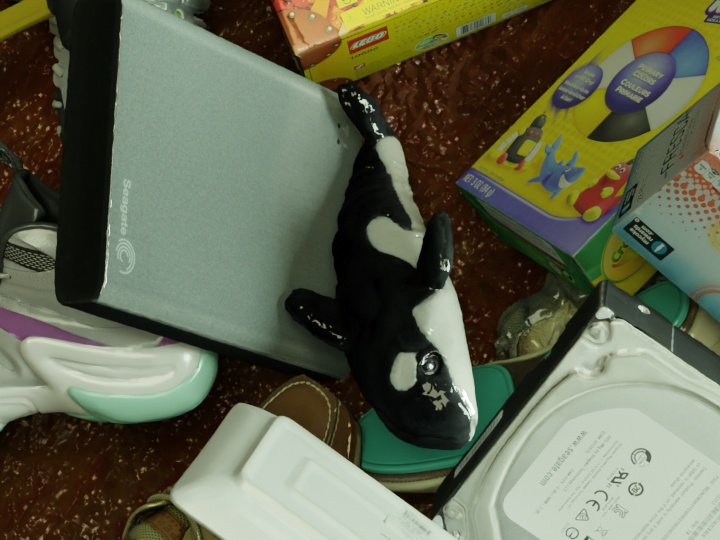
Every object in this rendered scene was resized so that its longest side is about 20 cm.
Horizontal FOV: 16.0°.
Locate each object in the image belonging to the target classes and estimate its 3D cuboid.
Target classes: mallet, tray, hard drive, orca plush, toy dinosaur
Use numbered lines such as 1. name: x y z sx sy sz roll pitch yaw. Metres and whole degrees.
1. mallet: -0.186 -0.104 1.244 0.199 0.041 0.066 -29 65 28
2. tray: 0.016 0.130 1.123 0.199 0.107 0.022 36 114 0
3. hard drive: -0.067 -0.034 1.184 0.033 0.200 0.141 -5 76 32
4. orca plush: 0.000 0.000 1.191 0.071 0.105 0.201 -3 62 -12
5. hard drive: 0.150 0.114 1.161 0.199 0.038 0.140 34 113 -8
6. toy dinosaur: 0.146 -0.009 1.242 0.088 0.048 0.200 36 79 17

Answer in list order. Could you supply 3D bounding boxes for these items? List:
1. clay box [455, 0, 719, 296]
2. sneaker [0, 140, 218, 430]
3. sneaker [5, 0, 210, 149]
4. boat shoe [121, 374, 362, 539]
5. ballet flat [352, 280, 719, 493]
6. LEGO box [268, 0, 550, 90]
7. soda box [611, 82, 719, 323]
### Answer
1. clay box: 0.151 -0.081 1.222 0.200 0.115 0.048 -46 124 -6
2. sneaker: -0.174 0.007 1.212 0.198 0.078 0.141 -10 106 3
3. sneaker: -0.139 -0.111 1.277 0.115 0.075 0.202 12 89 29
4. boat shoe: -0.074 0.136 1.196 0.075 0.074 0.201 28 80 36
5. ballet flat: 0.089 0.071 1.209 0.199 0.069 0.070 -23 76 25
6. LEGO box: 0.035 -0.197 1.271 0.199 0.077 0.150 -23 78 -2
7. soda box: 0.209 0.009 1.135 0.200 0.068 0.064 40 39 -12
